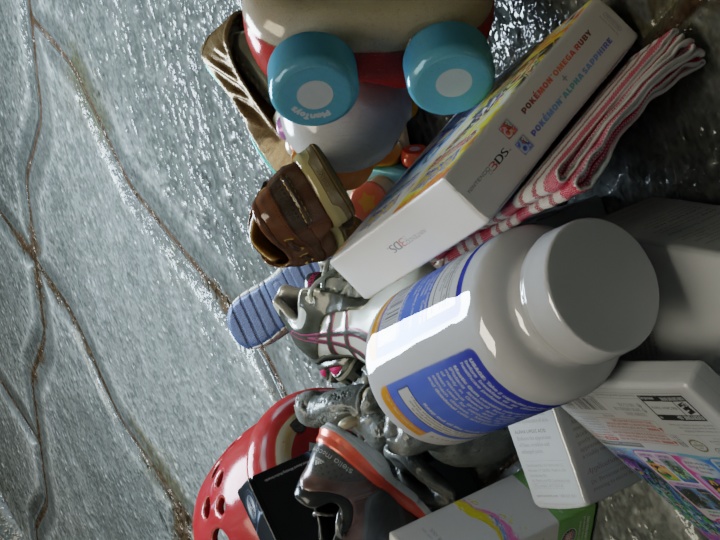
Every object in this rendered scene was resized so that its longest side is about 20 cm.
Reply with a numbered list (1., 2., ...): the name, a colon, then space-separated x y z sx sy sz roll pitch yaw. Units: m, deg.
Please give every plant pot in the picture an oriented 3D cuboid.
1. plant pot: -0.044 0.220 1.484 0.201 0.200 0.183 59 144 20

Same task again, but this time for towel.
1. towel: 0.129 -0.071 1.001 0.030 0.146 0.200 45 154 -5

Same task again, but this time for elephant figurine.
1. elephant figurine: 0.052 0.123 1.287 0.156 0.141 0.200 64 154 17

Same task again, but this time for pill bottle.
1. pill bottle: 0.095 0.037 0.966 0.200 0.112 0.113 -31 81 56

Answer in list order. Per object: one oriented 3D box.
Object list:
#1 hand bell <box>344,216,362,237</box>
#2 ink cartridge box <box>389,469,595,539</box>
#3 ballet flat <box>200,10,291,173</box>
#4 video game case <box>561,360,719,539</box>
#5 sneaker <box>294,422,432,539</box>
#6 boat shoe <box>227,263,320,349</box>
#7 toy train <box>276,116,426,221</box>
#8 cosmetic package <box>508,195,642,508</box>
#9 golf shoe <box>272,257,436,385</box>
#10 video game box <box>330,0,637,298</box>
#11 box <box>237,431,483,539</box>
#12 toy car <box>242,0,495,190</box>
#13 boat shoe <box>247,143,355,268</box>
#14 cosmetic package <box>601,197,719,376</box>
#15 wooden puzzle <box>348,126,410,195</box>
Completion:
1. hand bell: 0.000 0.000 1.256 0.104 0.104 0.200 59 175 21
2. ink cartridge box: 0.086 0.244 1.235 0.067 0.199 0.118 44 144 41
3. ballet flat: -0.070 -0.148 1.324 0.200 0.068 0.072 57 136 26
4. video game case: 0.219 0.121 0.969 0.182 0.024 0.200 41 165 -12
5. sneaker: -0.003 0.198 1.255 0.077 0.082 0.200 26 162 39
6. boat shoe: -0.039 0.012 1.447 0.199 0.072 0.073 -23 90 38
7. toy train: -0.002 -0.116 1.212 0.200 0.056 0.150 47 131 5
8. cosmetic package: 0.148 0.059 1.098 0.074 0.101 0.201 -19 90 62
9. golf shoe: -0.002 0.030 1.173 0.088 0.077 0.200 42 148 -11
10. video game box: 0.078 -0.078 1.043 0.047 0.182 0.200 41 154 -7
11. box: 0.014 0.222 1.359 0.161 0.199 0.044 63 154 13
12. toy car: 0.006 -0.139 1.123 0.201 0.176 0.185 89 174 -48
13. boat shoe: -0.051 -0.038 1.109 0.072 0.067 0.200 59 173 5
14. cosmetic package: 0.225 0.020 0.937 0.200 0.074 0.102 15 123 57
15. wooden puzzle: 0.001 -0.120 1.322 0.185 0.046 0.201 21 131 58
